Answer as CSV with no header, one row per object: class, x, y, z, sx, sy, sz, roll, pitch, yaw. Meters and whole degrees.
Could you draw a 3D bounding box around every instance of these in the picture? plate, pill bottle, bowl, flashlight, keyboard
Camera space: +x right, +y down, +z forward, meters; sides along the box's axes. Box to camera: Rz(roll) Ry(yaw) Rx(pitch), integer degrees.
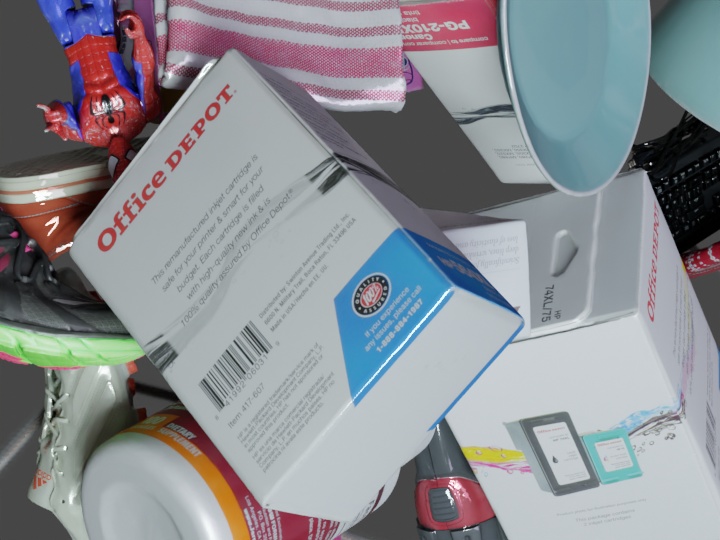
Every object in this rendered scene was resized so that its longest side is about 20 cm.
plate,0.122,-0.144,1.061,0.200,0.026,0.201,-6,97,-57
pill bottle,-0.051,0.108,1.014,0.200,0.113,0.113,-28,112,-44
bowl,0.304,-0.168,1.242,0.200,0.201,0.105,-9,134,-35
flashlight,0.053,0.096,1.193,0.068,0.068,0.200,-17,101,-23
keyboard,0.230,-0.055,1.316,0.200,0.040,0.104,-30,113,-31

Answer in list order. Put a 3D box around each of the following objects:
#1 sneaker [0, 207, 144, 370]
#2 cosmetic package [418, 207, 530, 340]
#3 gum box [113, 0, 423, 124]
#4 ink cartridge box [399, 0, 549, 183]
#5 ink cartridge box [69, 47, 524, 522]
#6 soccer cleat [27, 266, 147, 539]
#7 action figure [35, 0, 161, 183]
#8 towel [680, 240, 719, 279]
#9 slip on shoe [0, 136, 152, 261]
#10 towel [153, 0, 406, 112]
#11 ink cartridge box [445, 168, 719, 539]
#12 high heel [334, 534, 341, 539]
sneaker,-0.199,-0.002,0.954,0.200,0.077,0.084,21,80,-13
cosmetic package,0.000,0.000,1.054,0.102,0.200,0.074,-8,99,-35
gum box,-0.063,-0.154,1.072,0.200,0.066,0.114,-11,101,-35
ink cartridge box,0.101,-0.166,1.130,0.200,0.084,0.145,48,51,-47
ink cartridge box,-0.037,0.006,0.920,0.146,0.200,0.084,-49,147,13
soccer cleat,-0.160,0.099,1.034,0.077,0.069,0.200,-16,103,-14
action figure,-0.153,-0.141,0.961,0.065,0.099,0.200,-17,93,-5
towel,0.315,-0.038,1.284,0.144,0.200,0.023,-16,81,-37
slip on shoe,-0.117,-0.043,1.046,0.200,0.074,0.061,-12,108,-29
towel,-0.045,-0.190,1.005,0.146,0.030,0.200,2,77,-23
ink cartridge box,0.144,0.067,1.155,0.147,0.146,0.200,-76,146,-50
high heel,-0.013,0.132,1.145,0.096,0.067,0.200,-14,91,-25
